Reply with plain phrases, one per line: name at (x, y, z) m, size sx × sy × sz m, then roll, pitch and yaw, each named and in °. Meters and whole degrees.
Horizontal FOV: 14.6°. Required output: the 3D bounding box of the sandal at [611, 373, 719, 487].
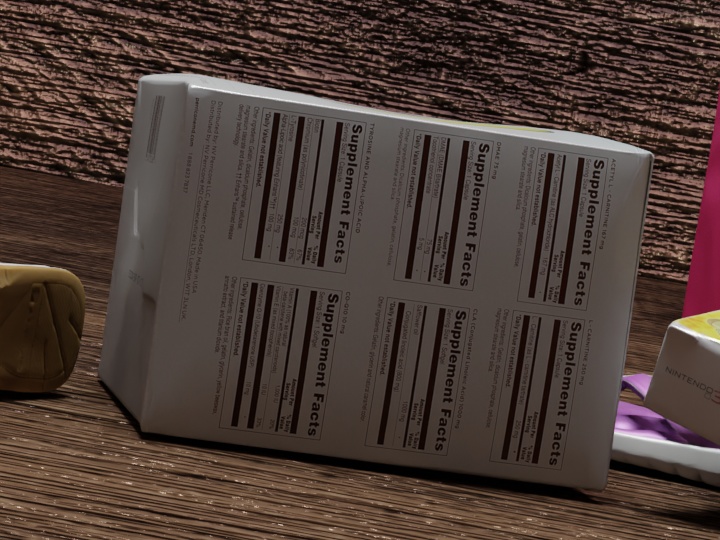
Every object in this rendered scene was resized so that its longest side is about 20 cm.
sandal at (0.167, 0.072, 1.314) m, size 0.202 × 0.050 × 0.082 m, roll 13°, pitch 5°, yaw 29°

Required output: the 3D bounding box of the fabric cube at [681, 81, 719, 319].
fabric cube at (0.324, 0.002, 1.682) m, size 0.199 × 0.200 × 0.196 m, roll 8°, pitch 3°, yaw -20°

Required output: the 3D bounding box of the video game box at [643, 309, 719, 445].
video game box at (0.242, 0.066, 1.196) m, size 0.182 × 0.047 × 0.200 m, roll 29°, pitch 19°, yaw 27°

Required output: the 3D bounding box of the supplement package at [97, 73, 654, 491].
supplement package at (0.000, 0.000, 1.232) m, size 0.199 × 0.148 × 0.191 m, roll 8°, pitch 4°, yaw -12°

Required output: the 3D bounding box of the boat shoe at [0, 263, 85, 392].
boat shoe at (-0.188, 0.016, 1.149) m, size 0.069 × 0.071 × 0.200 m, roll 10°, pitch -5°, yaw 24°
